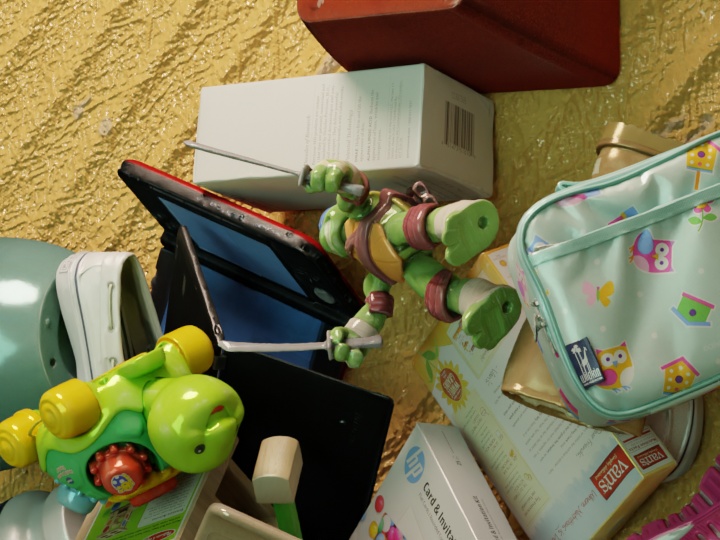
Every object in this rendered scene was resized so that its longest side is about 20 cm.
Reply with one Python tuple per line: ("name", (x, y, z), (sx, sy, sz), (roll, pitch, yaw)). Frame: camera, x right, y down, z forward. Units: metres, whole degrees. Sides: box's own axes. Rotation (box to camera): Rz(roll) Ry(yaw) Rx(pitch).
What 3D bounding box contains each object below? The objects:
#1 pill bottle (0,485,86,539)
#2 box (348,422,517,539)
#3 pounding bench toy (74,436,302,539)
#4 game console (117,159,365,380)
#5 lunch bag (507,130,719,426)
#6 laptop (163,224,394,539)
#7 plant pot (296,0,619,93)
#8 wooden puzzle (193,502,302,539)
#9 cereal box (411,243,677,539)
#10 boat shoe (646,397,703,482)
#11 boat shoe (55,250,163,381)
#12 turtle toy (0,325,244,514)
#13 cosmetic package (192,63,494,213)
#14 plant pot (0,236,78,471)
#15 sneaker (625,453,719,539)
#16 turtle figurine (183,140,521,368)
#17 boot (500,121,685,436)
("pill bottle", (-0.280, 0.247, 1.797), (0.200, 0.116, 0.116), (-29, 73, 27))
("box", (0.039, 0.235, 1.585), (0.200, 0.041, 0.156), (-60, 36, 28))
("pounding bench toy", (-0.088, 0.216, 1.630), (0.200, 0.124, 0.156), (-22, 119, 33))
("game console", (-0.109, 0.027, 1.704), (0.200, 0.172, 0.119), (24, 73, 30))
("lunch bag", (0.197, 0.002, 1.411), (0.200, 0.077, 0.160), (-21, 85, -5))
("laptop", (-0.072, 0.095, 1.679), (0.187, 0.116, 0.200), (103, 155, -43))
("plant pot", (0.057, -0.234, 1.574), (0.200, 0.176, 0.200), (-1, 87, 32))
("wooden puzzle", (-0.049, 0.267, 1.544), (0.185, 0.046, 0.200), (24, 117, 1))
("cereal box", (0.125, 0.099, 1.564), (0.200, 0.040, 0.144), (56, 142, 20))
("boat shoe", (0.191, 0.049, 1.539), (0.071, 0.070, 0.200), (-7, 84, 31))
("boat shoe", (-0.176, 0.080, 1.693), (0.067, 0.074, 0.200), (-8, 109, 34))
("turtle toy", (-0.156, 0.111, 1.563), (0.200, 0.146, 0.101), (-30, 87, 52))
("cosmetic package", (-0.013, -0.096, 1.645), (0.200, 0.113, 0.081), (-5, 76, 33))
("plant pot", (-0.278, 0.064, 1.754), (0.161, 0.201, 0.201), (-8, 84, 31))
("sneaker", (0.261, 0.182, 1.491), (0.200, 0.088, 0.081), (-39, 28, 7))
("turtle figurine", (0.000, 0.000, 1.507), (0.194, 0.200, 0.144), (11, 92, 49))
("boot", (0.207, 0.018, 1.481), (0.175, 0.066, 0.200), (17, 77, 12))
